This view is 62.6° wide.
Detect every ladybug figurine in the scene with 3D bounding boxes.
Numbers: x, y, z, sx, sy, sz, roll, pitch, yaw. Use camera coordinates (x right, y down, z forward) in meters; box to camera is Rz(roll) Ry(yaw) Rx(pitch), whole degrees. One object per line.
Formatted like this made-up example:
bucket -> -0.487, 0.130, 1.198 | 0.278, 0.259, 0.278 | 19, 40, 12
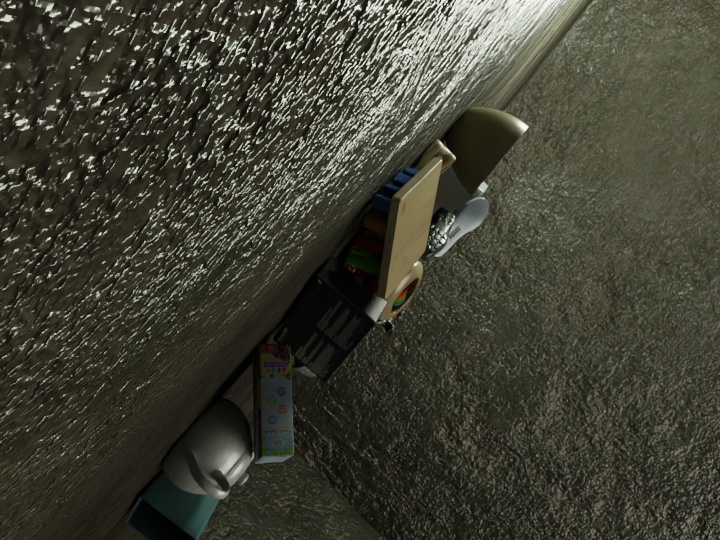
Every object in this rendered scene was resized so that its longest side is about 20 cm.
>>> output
ladybug figurine -> 0.069, 0.033, 1.258 | 0.135, 0.072, 0.202 | -41, 162, -23

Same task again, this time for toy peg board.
toy peg board -> 0.058, -0.093, 1.100 | 0.200, 0.096, 0.204 | -46, 150, -49

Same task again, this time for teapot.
teapot -> -0.279, 0.364, 1.161 | 0.200, 0.146, 0.198 | -45, 174, -45

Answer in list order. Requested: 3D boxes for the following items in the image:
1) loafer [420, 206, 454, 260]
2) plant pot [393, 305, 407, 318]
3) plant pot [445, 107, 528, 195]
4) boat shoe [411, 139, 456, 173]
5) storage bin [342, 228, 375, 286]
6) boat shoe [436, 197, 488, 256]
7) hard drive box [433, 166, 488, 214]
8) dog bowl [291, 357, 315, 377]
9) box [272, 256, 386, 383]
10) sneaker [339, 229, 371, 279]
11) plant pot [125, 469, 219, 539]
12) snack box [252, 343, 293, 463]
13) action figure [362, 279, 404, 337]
loafer -> 0.165, -0.074, 1.354 | 0.071, 0.067, 0.201 | -61, 175, 37
plant pot -> 0.058, 0.030, 1.806 | 0.201, 0.198, 0.141 | -50, -167, 27
plant pot -> 0.276, -0.298, 1.387 | 0.201, 0.134, 0.200 | -50, 177, -4
boat shoe -> 0.117, -0.174, 1.216 | 0.201, 0.064, 0.071 | -50, 177, -1
storage bin -> 0.060, -0.073, 1.334 | 0.201, 0.093, 0.135 | -51, 177, 6
boat shoe -> 0.234, -0.115, 1.485 | 0.199, 0.074, 0.068 | -45, -147, -4
hard drive box -> 0.212, -0.190, 1.562 | 0.201, 0.155, 0.077 | -50, 176, 30
dog bowl -> -0.104, 0.187, 1.539 | 0.198, 0.059, 0.202 | -35, -153, 21
box -> -0.061, 0.098, 1.143 | 0.201, 0.140, 0.079 | -51, -177, 35
sneaker -> -0.017, -0.013, 1.244 | 0.201, 0.080, 0.075 | -50, -155, 5
plant pot -> -0.366, 0.464, 1.256 | 0.142, 0.140, 0.201 | -51, -176, 40
snack box -> -0.172, 0.262, 1.151 | 0.169, 0.066, 0.206 | 126, -36, -66
action figure -> 0.010, 0.083, 1.391 | 0.120, 0.196, 0.103 | -54, -154, 24
